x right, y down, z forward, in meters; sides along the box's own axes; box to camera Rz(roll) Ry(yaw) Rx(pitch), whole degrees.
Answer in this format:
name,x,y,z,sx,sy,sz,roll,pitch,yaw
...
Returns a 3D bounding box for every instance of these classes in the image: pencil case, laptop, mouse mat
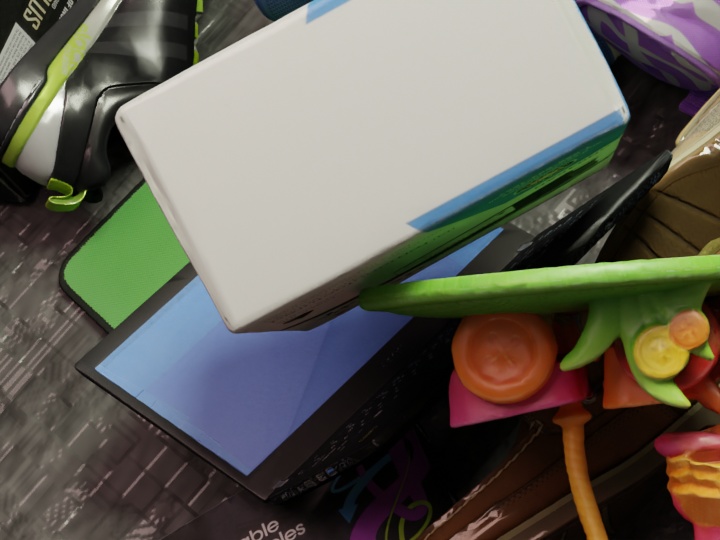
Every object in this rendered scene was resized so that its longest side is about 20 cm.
name,x,y,z,sx,sy,sz,roll,pitch,yaw
pencil case,0.171,-0.169,0.948,0.084,0.085,0.200,35,90,46
laptop,0.000,0.000,0.915,0.177,0.103,0.200,-44,3,-24
mouse mat,-0.042,-0.008,1.046,0.161,0.008,0.200,-46,49,-6

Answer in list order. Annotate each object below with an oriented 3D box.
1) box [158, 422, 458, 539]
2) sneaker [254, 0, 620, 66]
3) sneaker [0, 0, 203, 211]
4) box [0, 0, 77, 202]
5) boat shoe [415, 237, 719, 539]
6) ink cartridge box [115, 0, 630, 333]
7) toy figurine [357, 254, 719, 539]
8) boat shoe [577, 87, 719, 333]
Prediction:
name,x,y,z,sx,sy,sz,roll,pitch,yaw
box,-0.006,0.162,0.889,0.143,0.036,0.200,-30,50,6
sneaker,0.020,-0.110,1.034,0.200,0.079,0.089,19,67,38
sneaker,-0.109,-0.106,1.128,0.083,0.072,0.200,37,64,-1
box,-0.219,-0.145,1.191,0.164,0.086,0.200,5,62,33
boat shoe,0.090,0.060,0.858,0.200,0.072,0.068,-32,71,-15
ink cartridge box,0.011,-0.045,0.785,0.144,0.200,0.084,-28,87,4
toy figurine,0.105,0.089,0.740,0.200,0.150,0.184,-6,88,14
boat shoe,0.163,-0.042,0.916,0.072,0.065,0.200,36,96,-3
